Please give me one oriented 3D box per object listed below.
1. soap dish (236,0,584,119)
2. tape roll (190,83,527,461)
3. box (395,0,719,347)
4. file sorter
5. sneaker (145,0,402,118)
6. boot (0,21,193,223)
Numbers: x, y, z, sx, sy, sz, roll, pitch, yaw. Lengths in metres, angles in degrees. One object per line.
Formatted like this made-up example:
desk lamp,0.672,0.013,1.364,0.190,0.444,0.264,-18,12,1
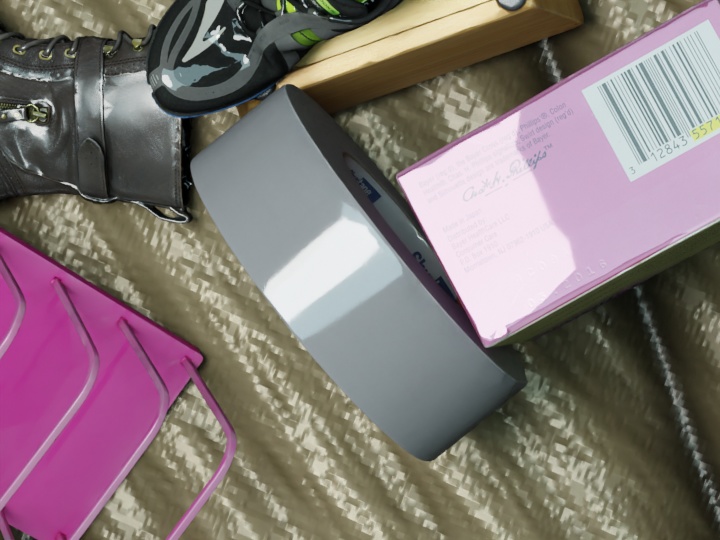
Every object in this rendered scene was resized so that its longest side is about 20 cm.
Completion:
soap dish,0.001,-0.175,1.282,0.199,0.081,0.158,-18,93,12
tape roll,0.000,0.000,1.227,0.066,0.200,0.201,-40,83,7
box,0.129,-0.045,1.203,0.175,0.200,0.097,-29,84,9
file sorter,-0.184,0.074,1.251,0.200,0.125,0.139,33,97,-28
sneaker,-0.028,-0.146,1.206,0.199,0.083,0.071,-29,90,12
boot,-0.175,-0.120,1.334,0.173,0.069,0.201,-5,98,10
